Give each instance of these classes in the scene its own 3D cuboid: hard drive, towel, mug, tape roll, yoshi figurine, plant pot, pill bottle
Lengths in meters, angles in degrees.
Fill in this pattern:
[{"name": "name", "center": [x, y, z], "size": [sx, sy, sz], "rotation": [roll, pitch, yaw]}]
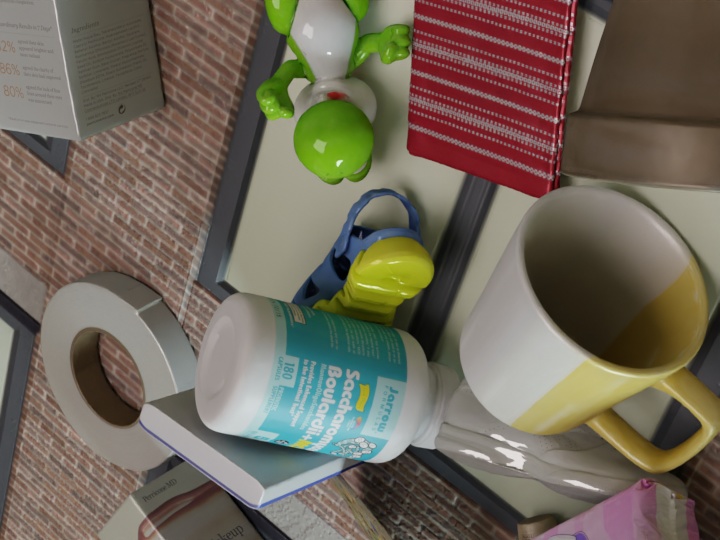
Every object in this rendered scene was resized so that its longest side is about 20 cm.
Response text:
[{"name": "hard drive", "center": [-0.069, 0.130, 1.319], "size": [0.132, 0.200, 0.025], "rotation": [31, 115, 27]}, {"name": "towel", "center": [0.097, -0.158, 1.163], "size": [0.144, 0.022, 0.201], "rotation": [23, 122, 35]}, {"name": "mug", "center": [0.150, 0.058, 1.130], "size": [0.153, 0.149, 0.187], "rotation": [-53, 49, 51]}, {"name": "tape roll", "center": [-0.237, 0.100, 1.570], "size": [0.202, 0.037, 0.204], "rotation": [20, 122, 35]}, {"name": "yoshi figurine", "center": [-0.025, -0.155, 1.209], "size": [0.112, 0.112, 0.201], "rotation": [7, 116, 40]}, {"name": "plant pot", "center": [0.226, -0.137, 0.959], "size": [0.199, 0.200, 0.174], "rotation": [10, 100, 38]}, {"name": "pill bottle", "center": [-0.022, 0.090, 1.262], "size": [0.111, 0.199, 0.111], "rotation": [-43, 40, 52]}]

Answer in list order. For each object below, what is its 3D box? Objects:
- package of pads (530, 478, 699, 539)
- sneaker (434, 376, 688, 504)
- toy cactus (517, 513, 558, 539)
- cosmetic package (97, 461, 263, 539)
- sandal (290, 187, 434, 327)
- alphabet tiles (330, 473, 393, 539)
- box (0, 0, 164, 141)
[{"name": "package of pads", "center": [0.164, 0.245, 1.159], "size": [0.200, 0.075, 0.121], "rotation": [-36, 43, 38]}, {"name": "sneaker", "center": [0.159, 0.125, 1.216], "size": [0.199, 0.075, 0.089], "rotation": [16, 76, 20]}, {"name": "toy cactus", "center": [0.154, 0.283, 1.283], "size": [0.200, 0.102, 0.166], "rotation": [-16, 89, 53]}, {"name": "cosmetic package", "center": [-0.146, 0.292, 1.535], "size": [0.200, 0.103, 0.087], "rotation": [49, 132, 10]}, {"name": "sandal", "center": [0.000, 0.000, 1.299], "size": [0.200, 0.079, 0.087], "rotation": [-41, 44, 52]}, {"name": "alphabet tiles", "center": [0.027, 0.240, 1.335], "size": [0.200, 0.006, 0.167], "rotation": [45, 167, 51]}, {"name": "box", "center": [-0.273, -0.230, 1.396], "size": [0.152, 0.106, 0.201], "rotation": [12, 117, 38]}]
